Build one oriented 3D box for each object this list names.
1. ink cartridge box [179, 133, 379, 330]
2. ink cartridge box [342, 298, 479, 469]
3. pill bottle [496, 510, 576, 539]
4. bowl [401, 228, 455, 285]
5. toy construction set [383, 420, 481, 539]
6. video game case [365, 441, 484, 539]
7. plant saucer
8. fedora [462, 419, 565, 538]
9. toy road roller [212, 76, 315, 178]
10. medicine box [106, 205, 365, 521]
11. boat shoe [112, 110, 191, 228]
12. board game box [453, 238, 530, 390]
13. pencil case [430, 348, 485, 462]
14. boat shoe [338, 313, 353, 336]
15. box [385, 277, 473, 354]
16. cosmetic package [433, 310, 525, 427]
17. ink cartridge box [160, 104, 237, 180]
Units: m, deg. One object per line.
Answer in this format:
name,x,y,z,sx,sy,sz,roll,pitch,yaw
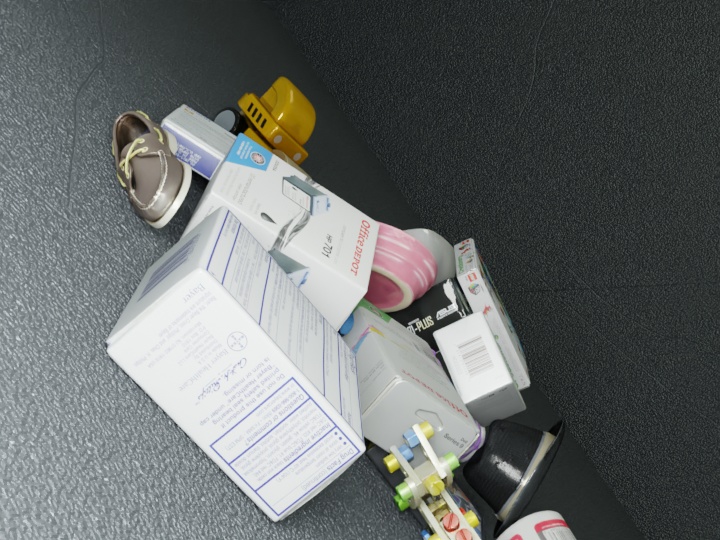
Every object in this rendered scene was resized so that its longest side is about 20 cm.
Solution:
ink cartridge box,-0.085,-0.040,1.057,0.198,0.086,0.147,31,32,-13
ink cartridge box,0.038,0.133,1.129,0.145,0.088,0.200,36,11,-29
pill bottle,0.251,0.410,1.168,0.111,0.110,0.201,40,16,-48
bowl,0.049,0.007,1.493,0.200,0.196,0.076,34,47,-64
toy construction set,0.093,0.271,0.994,0.132,0.090,0.202,78,-6,-51
video game case,0.085,0.266,1.163,0.201,0.025,0.181,52,10,-1
plant saucer,0.000,0.000,1.229,0.200,0.198,0.052,42,53,-44
fedora,0.197,0.259,1.280,0.091,0.203,0.200,32,7,10
toy road roller,-0.124,-0.201,1.456,0.201,0.146,0.123,51,8,35
medicine box,-0.095,0.071,0.800,0.201,0.102,0.183,50,10,-15
boat shoe,-0.218,-0.108,0.966,0.059,0.072,0.201,38,12,-31
board game box,0.194,0.065,1.405,0.202,0.034,0.127,63,13,-17
pencil case,0.113,0.191,1.312,0.083,0.086,0.200,24,-19,38
boat shoe,-0.090,0.011,1.145,0.084,0.069,0.201,19,30,-54
box,0.089,0.084,1.387,0.087,0.162,0.200,64,12,6
cosmetic package,0.160,0.134,1.248,0.200,0.070,0.103,50,17,-67
ink cartridge box,-0.165,-0.138,1.223,0.194,0.044,0.200,32,9,-11
